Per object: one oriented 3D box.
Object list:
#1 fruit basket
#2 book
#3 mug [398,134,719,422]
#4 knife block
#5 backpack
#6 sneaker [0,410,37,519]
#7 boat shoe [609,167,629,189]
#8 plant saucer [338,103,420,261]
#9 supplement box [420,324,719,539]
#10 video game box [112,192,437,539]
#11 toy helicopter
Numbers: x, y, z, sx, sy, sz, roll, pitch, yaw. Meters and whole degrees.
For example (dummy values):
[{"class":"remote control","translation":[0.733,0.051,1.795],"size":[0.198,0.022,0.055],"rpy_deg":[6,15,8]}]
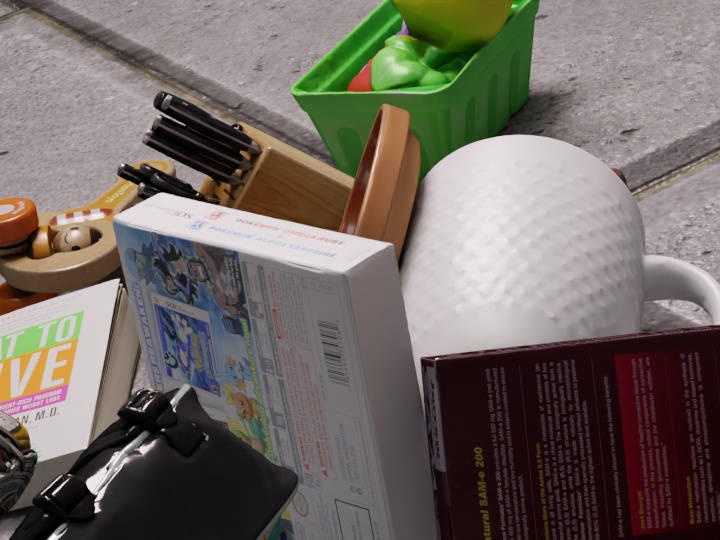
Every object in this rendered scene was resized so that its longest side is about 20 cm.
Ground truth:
[{"class":"fruit basket","translation":[0.051,-0.186,1.588],"size":[0.155,0.217,0.216],"rpy_deg":[2,30,29]},{"class":"book","translation":[-0.219,0.089,1.362],"size":[0.133,0.048,0.200],"rpy_deg":[-14,28,8]},{"class":"mug","translation":[0.113,0.031,1.204],"size":[0.199,0.148,0.176],"rpy_deg":[2,36,8]},{"class":"knife block","translation":[-0.058,-0.062,1.423],"size":[0.199,0.176,0.064],"rpy_deg":[-21,28,-15]},{"class":"backpack","translation":[-0.118,0.174,0.988],"size":[0.200,0.151,0.178],"rpy_deg":[-42,6,38]},{"class":"sneaker","translation":[-0.197,0.093,0.989],"size":[0.082,0.078,0.200],"rpy_deg":[-50,2,-11]},{"class":"boat shoe","translation":[0.086,-0.013,1.381],"size":[0.199,0.071,0.070],"rpy_deg":[-19,28,-8]},{"class":"plant saucer","translation":[0.000,0.000,1.273],"size":[0.032,0.201,0.201],"rpy_deg":[16,28,-3]},{"class":"supplement box","translation":[0.135,0.087,1.070],"size":[0.199,0.110,0.061],"rpy_deg":[-5,-1,-6]},{"class":"video game box","translation":[-0.043,0.068,1.138],"size":[0.182,0.201,0.047],"rpy_deg":[12,32,40]},{"class":"toy helicopter","translation":[-0.184,-0.036,1.550],"size":[0.132,0.079,0.200],"rpy_deg":[0,26,25]}]
